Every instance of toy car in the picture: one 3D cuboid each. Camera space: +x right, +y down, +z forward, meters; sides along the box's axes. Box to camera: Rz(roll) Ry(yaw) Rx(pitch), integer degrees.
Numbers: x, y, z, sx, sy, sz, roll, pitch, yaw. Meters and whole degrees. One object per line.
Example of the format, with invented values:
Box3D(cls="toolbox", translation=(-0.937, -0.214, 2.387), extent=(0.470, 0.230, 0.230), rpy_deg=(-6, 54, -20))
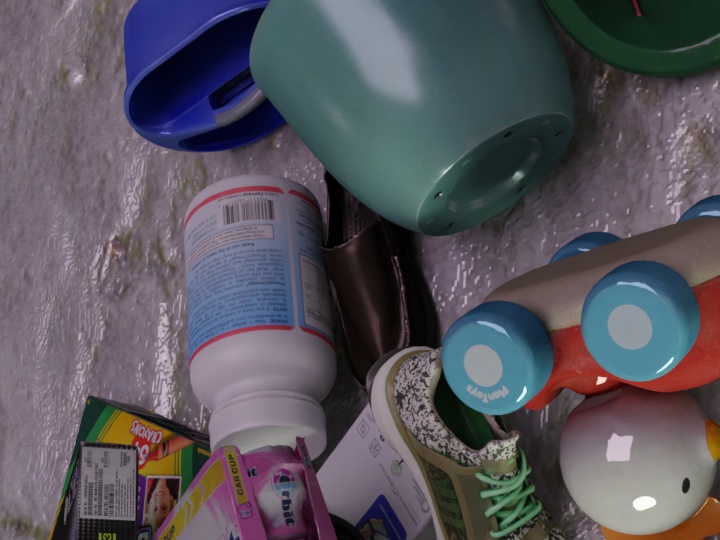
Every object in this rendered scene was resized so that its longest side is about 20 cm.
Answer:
Box3D(cls="toy car", translation=(0.174, 0.082, 0.866), extent=(0.176, 0.184, 0.202), rpy_deg=(-17, 97, 34))

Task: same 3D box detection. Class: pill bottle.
Box3D(cls="pill bottle", translation=(-0.074, 0.039, 1.072), extent=(0.108, 0.108, 0.202), rpy_deg=(-27, 53, 31))

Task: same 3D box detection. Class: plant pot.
Box3D(cls="plant pot", translation=(0.049, -0.123, 0.980), extent=(0.200, 0.200, 0.162), rpy_deg=(-43, 66, 23))

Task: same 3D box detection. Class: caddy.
Box3D(cls="caddy", translation=(-0.098, -0.166, 1.143), extent=(0.199, 0.141, 0.106), rpy_deg=(-30, 56, 30))

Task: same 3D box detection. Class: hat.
Box3D(cls="hat", translation=(0.200, -0.243, 0.998), extent=(0.165, 0.176, 0.200), rpy_deg=(-38, 95, 23))

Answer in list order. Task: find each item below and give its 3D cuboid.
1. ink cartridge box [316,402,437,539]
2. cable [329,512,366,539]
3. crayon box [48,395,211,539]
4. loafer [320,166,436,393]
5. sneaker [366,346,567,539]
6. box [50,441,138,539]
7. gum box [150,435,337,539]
Box3D(cls="ink cartridge box", translation=(-0.006, 0.190, 1.028), extent=(0.201, 0.039, 0.100), rpy_deg=(-54, 51, 26))
Box3D(cls="cable", translation=(-0.046, 0.261, 1.005), extent=(0.162, 0.051, 0.202), rpy_deg=(14, 90, 42))
Box3D(cls="crayon box", translation=(-0.167, 0.206, 1.137), extent=(0.199, 0.058, 0.174), rpy_deg=(12, 86, 50))
Box3D(cls="loafer", translation=(0.000, 0.000, 1.062), extent=(0.073, 0.071, 0.202), rpy_deg=(-25, 64, 32))
Box3D(cls="sneaker", translation=(0.078, 0.131, 0.911), extent=(0.201, 0.077, 0.089), rpy_deg=(55, 157, 3))
Box3D(cls="box", translation=(-0.187, 0.246, 0.998), extent=(0.193, 0.047, 0.202), rpy_deg=(124, 148, -55))
Box3D(cls="gum box", translation=(-0.078, 0.200, 0.922), extent=(0.200, 0.065, 0.114), rpy_deg=(-53, 48, 48))
